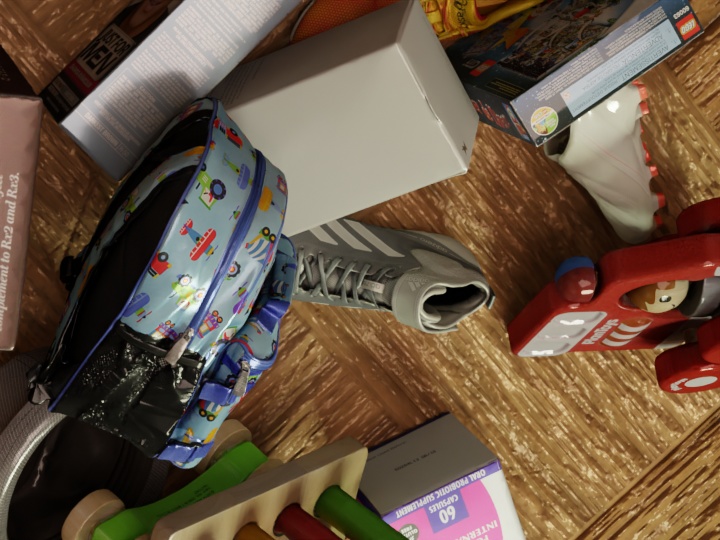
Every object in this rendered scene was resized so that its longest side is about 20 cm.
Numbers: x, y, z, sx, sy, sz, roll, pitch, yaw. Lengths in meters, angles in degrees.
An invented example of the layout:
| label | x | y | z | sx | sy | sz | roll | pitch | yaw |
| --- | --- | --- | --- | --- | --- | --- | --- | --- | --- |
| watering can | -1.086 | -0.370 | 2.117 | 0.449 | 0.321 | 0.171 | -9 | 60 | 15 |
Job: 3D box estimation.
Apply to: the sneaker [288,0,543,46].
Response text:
| label | x | y | z | sx | sy | sz | roll | pitch | yaw |
| --- | --- | --- | --- | --- | --- | --- | --- | --- | --- |
| sneaker | 0.042 | -0.187 | 1.426 | 0.200 | 0.077 | 0.073 | -26 | 115 | -8 |

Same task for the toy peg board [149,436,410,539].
| label | x | y | z | sx | sy | sz | roll | pitch | yaw |
| --- | --- | --- | --- | --- | --- | --- | --- | --- | --- |
| toy peg board | -0.058 | 0.248 | 1.426 | 0.199 | 0.098 | 0.200 | -19 | 133 | -46 |

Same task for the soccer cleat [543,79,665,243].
| label | x | y | z | sx | sy | sz | roll | pitch | yaw |
| --- | --- | --- | --- | --- | --- | --- | --- | --- | --- |
| soccer cleat | 0.174 | -0.086 | 1.485 | 0.078 | 0.069 | 0.200 | -16 | 143 | 4 |

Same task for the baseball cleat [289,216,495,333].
| label | x | y | z | sx | sy | sz | roll | pitch | yaw |
| --- | --- | --- | --- | --- | --- | --- | --- | --- | --- |
| baseball cleat | 0.000 | 0.000 | 1.454 | 0.200 | 0.106 | 0.070 | 1 | 111 | -17 |

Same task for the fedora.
| label | x | y | z | sx | sy | sz | roll | pitch | yaw |
| --- | --- | --- | --- | --- | --- | --- | --- | --- | --- |
| fedora | -0.219 | 0.130 | 1.412 | 0.177 | 0.090 | 0.200 | -36 | 144 | -32 |

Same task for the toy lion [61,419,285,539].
| label | x | y | z | sx | sy | sz | roll | pitch | yaw |
| --- | --- | --- | --- | --- | --- | --- | --- | --- | --- |
| toy lion | -0.151 | 0.223 | 1.457 | 0.200 | 0.069 | 0.192 | -28 | 146 | -41 |

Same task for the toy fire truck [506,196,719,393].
| label | x | y | z | sx | sy | sz | roll | pitch | yaw |
| --- | --- | --- | --- | --- | --- | --- | --- | --- | --- |
| toy fire truck | 0.211 | 0.021 | 1.491 | 0.168 | 0.200 | 0.112 | -4 | 72 | -15 |

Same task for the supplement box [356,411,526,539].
| label | x | y | z | sx | sy | sz | roll | pitch | yaw |
| --- | --- | --- | --- | --- | --- | --- | --- | --- | --- |
| supplement box | 0.072 | 0.228 | 1.554 | 0.101 | 0.103 | 0.200 | -25 | 115 | -11 |

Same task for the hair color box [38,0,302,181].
| label | x | y | z | sx | sy | sz | roll | pitch | yaw |
| --- | --- | --- | --- | --- | --- | --- | --- | --- | --- |
| hair color box | -0.121 | -0.159 | 1.366 | 0.200 | 0.099 | 0.061 | -44 | 114 | -1 |

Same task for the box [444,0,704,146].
| label | x | y | z | sx | sy | sz | roll | pitch | yaw |
| --- | --- | --- | --- | --- | --- | --- | --- | --- | --- |
| box | 0.134 | -0.152 | 1.399 | 0.137 | 0.200 | 0.038 | -35 | 109 | -5 |

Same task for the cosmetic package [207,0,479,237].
| label | x | y | z | sx | sy | sz | roll | pitch | yaw |
| --- | --- | --- | --- | --- | --- | --- | --- | --- | --- |
| cosmetic package | -0.033 | -0.093 | 1.377 | 0.200 | 0.085 | 0.108 | -19 | 116 | 20 |

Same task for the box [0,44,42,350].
| label | x | y | z | sx | sy | sz | roll | pitch | yaw |
| --- | --- | --- | --- | --- | --- | --- | --- | --- | --- |
| box | -0.304 | -0.059 | 1.280 | 0.164 | 0.200 | 0.166 | 4 | 106 | -20 |

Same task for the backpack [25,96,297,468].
| label | x | y | z | sx | sy | sz | roll | pitch | yaw |
| --- | --- | --- | --- | --- | --- | --- | --- | --- | --- |
| backpack | -0.108 | -0.001 | 1.301 | 0.135 | 0.183 | 0.200 | 28 | 117 | -13 |
